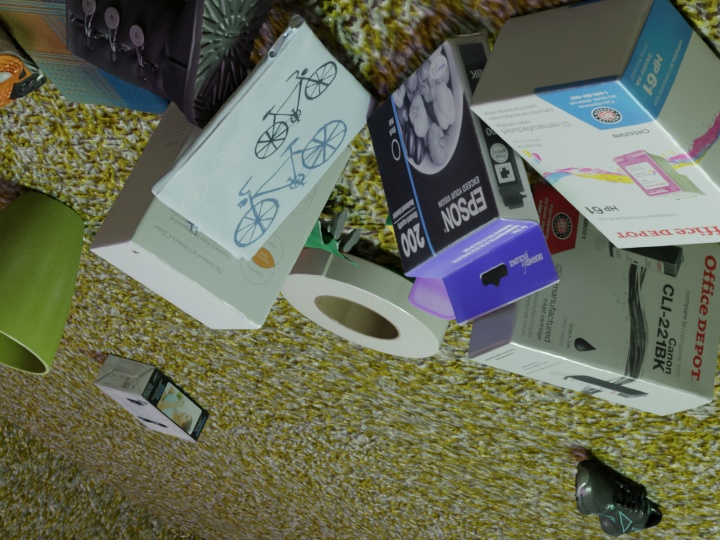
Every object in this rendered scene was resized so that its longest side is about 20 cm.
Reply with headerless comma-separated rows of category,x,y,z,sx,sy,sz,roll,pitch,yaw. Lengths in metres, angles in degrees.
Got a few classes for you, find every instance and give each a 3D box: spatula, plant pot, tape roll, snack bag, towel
spatula,0.083,-0.001,1.320,0.056,0.021,0.200,25,158,6
plant pot,-0.448,0.005,1.831,0.186,0.201,0.187,21,159,9
tape roll,0.003,0.039,1.601,0.202,0.037,0.203,21,161,7
snack bag,-0.078,-0.102,1.153,0.021,0.189,0.200,42,-178,24
towel,-0.281,-0.223,1.354,0.146,0.022,0.200,12,155,30

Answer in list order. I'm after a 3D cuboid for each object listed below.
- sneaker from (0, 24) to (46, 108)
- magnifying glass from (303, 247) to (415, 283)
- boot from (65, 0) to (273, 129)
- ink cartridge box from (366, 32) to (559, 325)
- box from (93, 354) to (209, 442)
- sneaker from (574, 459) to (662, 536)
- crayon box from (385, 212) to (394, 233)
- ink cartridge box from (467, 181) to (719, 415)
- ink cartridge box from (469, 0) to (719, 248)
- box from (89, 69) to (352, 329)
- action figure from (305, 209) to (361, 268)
sneaker,-0.377,-0.223,1.414,0.092,0.076,0.200,59,171,2
magnifying glass,0.000,0.000,1.583,0.200,0.022,0.080,30,159,-13
boot,-0.161,-0.224,1.134,0.065,0.165,0.200,2,-155,-44
ink cartridge box,0.075,-0.063,1.129,0.043,0.201,0.198,-13,172,-21
box,-0.370,0.230,2.490,0.116,0.060,0.200,10,155,32
sneaker,0.349,0.306,1.896,0.079,0.076,0.200,-5,154,28
crayon box,0.132,-0.014,1.350,0.118,0.058,0.200,2,149,45
ink cartridge box,0.207,0.027,1.195,0.199,0.145,0.084,17,162,-19
ink cartridge box,0.202,-0.103,1.022,0.200,0.085,0.144,37,156,-33
box,-0.129,-0.068,1.299,0.152,0.201,0.106,36,161,-25
action figure,-0.096,-0.067,1.481,0.199,0.055,0.118,21,162,28
